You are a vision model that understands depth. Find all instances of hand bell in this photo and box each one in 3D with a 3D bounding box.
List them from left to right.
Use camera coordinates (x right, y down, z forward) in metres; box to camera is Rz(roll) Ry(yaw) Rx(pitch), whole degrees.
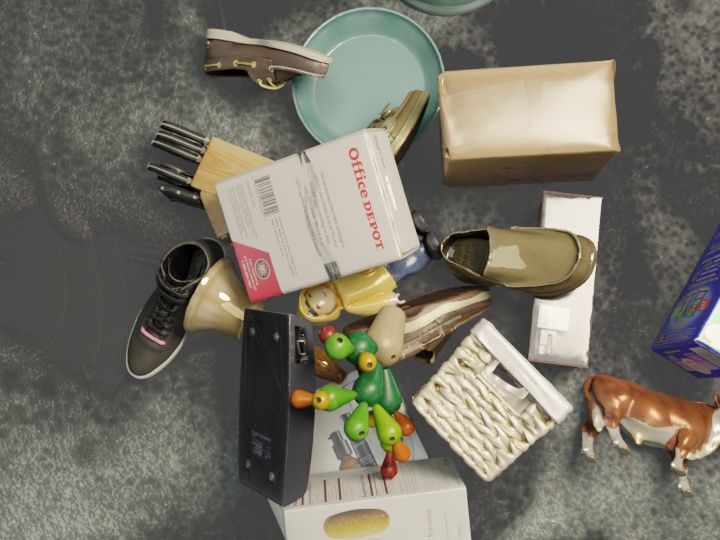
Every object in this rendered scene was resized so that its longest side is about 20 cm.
[{"bbox_3d":[-0.104,0.079,1.092,0.198,0.104,0.105,30,84,10],"label":"hand bell"}]

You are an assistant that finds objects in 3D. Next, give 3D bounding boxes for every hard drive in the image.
[{"bbox_3d":[-0.095,0.146,1.008,0.042,0.134,0.204,2,90,-30],"label":"hard drive"}]

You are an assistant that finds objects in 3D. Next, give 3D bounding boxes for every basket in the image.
[{"bbox_3d":[0.145,0.146,1.024,0.136,0.200,0.123,45,93,10],"label":"basket"}]

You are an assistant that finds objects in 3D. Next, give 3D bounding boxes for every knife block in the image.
[{"bbox_3d":[-0.164,-0.132,1.153,0.197,0.064,0.178,-23,81,0],"label":"knife block"}]

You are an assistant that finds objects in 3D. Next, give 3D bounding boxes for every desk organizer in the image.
[{"bbox_3d":[0.243,0.014,1.094,0.070,0.077,0.204,6,82,6],"label":"desk organizer"}]

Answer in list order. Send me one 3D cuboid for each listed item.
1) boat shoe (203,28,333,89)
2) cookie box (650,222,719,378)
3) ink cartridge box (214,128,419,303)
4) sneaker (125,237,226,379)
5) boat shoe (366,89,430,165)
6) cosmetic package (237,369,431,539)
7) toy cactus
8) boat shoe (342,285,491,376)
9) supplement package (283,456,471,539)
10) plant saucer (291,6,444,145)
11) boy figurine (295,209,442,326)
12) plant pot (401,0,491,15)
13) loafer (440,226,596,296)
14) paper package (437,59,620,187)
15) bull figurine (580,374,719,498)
[{"bbox_3d":[-0.121,-0.262,1.147,0.198,0.071,0.061,18,99,30],"label":"boat shoe"},{"bbox_3d":[0.432,0.018,1.034,0.075,0.171,0.202,30,85,5],"label":"cookie box"},{"bbox_3d":[-0.048,-0.063,1.037,0.197,0.084,0.147,-16,93,22],"label":"ink cartridge box"},{"bbox_3d":[-0.240,0.041,1.115,0.070,0.099,0.202,31,86,6],"label":"sneaker"},{"bbox_3d":[0.015,-0.144,1.100,0.062,0.073,0.201,34,82,6],"label":"boat shoe"},{"bbox_3d":[-0.028,0.218,1.097,0.198,0.052,0.152,-27,78,0],"label":"cosmetic package"},{"bbox_3d":[0.008,0.114,0.973,0.101,0.201,0.166,-10,43,33],"label":"toy cactus"},{"bbox_3d":[0.074,0.076,1.088,0.200,0.075,0.076,-17,98,-21],"label":"boat shoe"},{"bbox_3d":[0.018,0.289,1.007,0.196,0.110,0.116,-7,96,-2],"label":"supplement package"},{"bbox_3d":[0.011,-0.238,1.172,0.196,0.036,0.204,-1,82,5],"label":"plant saucer"},{"bbox_3d":[0.000,0.000,1.122,0.198,0.064,0.126,-29,82,-4],"label":"boy figurine"},{"bbox_3d":[0.112,-0.447,1.148,0.197,0.134,0.204,-1,82,4],"label":"plant pot"},{"bbox_3d":[0.174,-0.012,1.045,0.198,0.067,0.077,-3,77,40],"label":"loafer"},{"bbox_3d":[0.190,-0.167,1.069,0.196,0.191,0.105,-3,85,4],"label":"paper package"},{"bbox_3d":[0.353,0.186,1.057,0.197,0.066,0.122,15,50,14],"label":"bull figurine"}]
